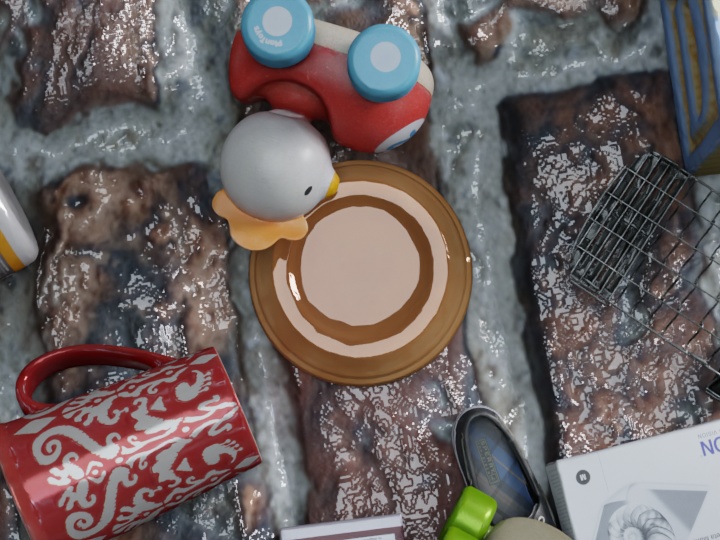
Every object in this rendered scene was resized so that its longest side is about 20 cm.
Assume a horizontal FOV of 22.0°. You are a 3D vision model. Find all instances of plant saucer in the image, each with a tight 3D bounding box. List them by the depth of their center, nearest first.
[{"bbox_3d":[0.000,0.000,1.618,0.198,0.037,0.202,0,82,0],"label":"plant saucer"}]

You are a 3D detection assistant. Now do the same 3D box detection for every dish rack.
[{"bbox_3d":[0.286,0.000,1.608,0.199,0.055,0.154,34,82,7],"label":"dish rack"}]

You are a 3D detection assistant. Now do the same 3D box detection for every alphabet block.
[{"bbox_3d":[0.374,-0.198,1.563,0.198,0.196,0.197,-8,83,-1],"label":"alphabet block"}]

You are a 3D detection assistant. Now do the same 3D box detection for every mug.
[{"bbox_3d":[-0.201,0.132,1.556,0.198,0.133,0.179,-23,84,-6],"label":"mug"}]

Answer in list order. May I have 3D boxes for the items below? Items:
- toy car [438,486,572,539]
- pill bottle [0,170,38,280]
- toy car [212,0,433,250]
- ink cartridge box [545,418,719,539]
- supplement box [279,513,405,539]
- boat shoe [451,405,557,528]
[{"bbox_3d":[0.105,0.310,1.489,0.163,0.158,0.201,28,110,4],"label":"toy car"},{"bbox_3d":[-0.387,-0.015,1.584,0.199,0.116,0.117,-28,83,-3],"label":"pill bottle"},{"bbox_3d":[-0.045,-0.105,1.559,0.175,0.184,0.202,18,83,3],"label":"toy car"},{"bbox_3d":[0.276,0.236,1.567,0.198,0.041,0.202,-14,83,-10],"label":"ink cartridge box"},{"bbox_3d":[-0.005,0.312,1.560,0.108,0.061,0.202,-6,81,-1],"label":"supplement box"},{"bbox_3d":[0.133,0.208,1.571,0.069,0.066,0.202,-19,82,-2],"label":"boat shoe"}]
